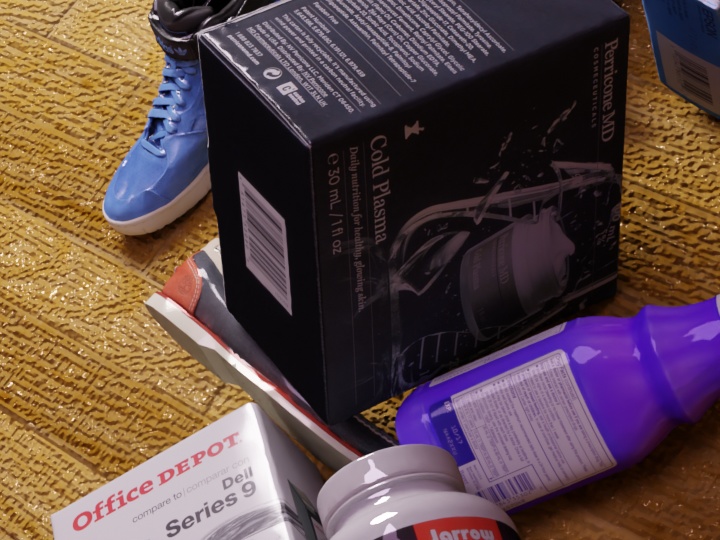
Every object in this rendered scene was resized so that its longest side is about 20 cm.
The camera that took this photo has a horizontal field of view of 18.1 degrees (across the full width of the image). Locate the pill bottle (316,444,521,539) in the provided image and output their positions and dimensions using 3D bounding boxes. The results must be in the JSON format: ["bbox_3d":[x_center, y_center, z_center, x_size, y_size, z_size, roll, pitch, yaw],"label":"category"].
[{"bbox_3d":[0.041,0.190,1.118,0.112,0.112,0.201,-27,57,13],"label":"pill bottle"}]

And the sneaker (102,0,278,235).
[{"bbox_3d":[-0.119,-0.125,1.491,0.200,0.111,0.077,-48,45,-7],"label":"sneaker"}]

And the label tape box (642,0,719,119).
[{"bbox_3d":[0.243,-0.199,1.278,0.066,0.143,0.200,37,80,26],"label":"label tape box"}]

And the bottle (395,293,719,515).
[{"bbox_3d":[0.120,0.068,1.203,0.199,0.084,0.065,-25,7,16],"label":"bottle"}]

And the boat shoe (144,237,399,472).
[{"bbox_3d":[-0.040,0.054,1.311,0.063,0.071,0.200,-45,59,-14],"label":"boat shoe"}]

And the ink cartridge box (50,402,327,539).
[{"bbox_3d":[-0.080,0.194,1.236,0.145,0.084,0.201,-29,45,10],"label":"ink cartridge box"}]

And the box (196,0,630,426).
[{"bbox_3d":[0.031,-0.055,1.225,0.196,0.201,0.124,-25,46,-22],"label":"box"}]
